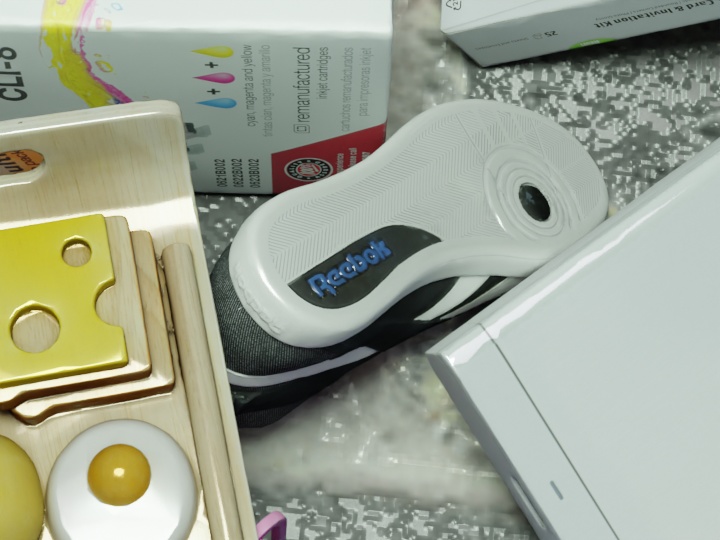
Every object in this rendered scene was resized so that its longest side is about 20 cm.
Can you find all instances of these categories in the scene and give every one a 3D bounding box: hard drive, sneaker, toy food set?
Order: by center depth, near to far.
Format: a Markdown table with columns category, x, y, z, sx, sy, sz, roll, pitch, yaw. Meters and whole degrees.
| category | x | y | z | sx | sy | sz | roll | pitch | yaw |
| --- | --- | --- | --- | --- | --- | --- | --- | --- | --- |
| toy food set | -0.109 | 0.047 | 0.644 | 0.143 | 0.060 | 0.201 | -10 | 68 | -6 |
| hard drive | 0.139 | 0.029 | 0.787 | 0.200 | 0.027 | 0.132 | -35 | 99 | -15 |
| sneaker | 0.000 | 0.000 | 0.796 | 0.199 | 0.112 | 0.073 | -19 | 75 | -46 |

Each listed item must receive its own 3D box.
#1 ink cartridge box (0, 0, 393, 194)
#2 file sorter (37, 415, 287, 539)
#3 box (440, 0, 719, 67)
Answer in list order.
| category | x | y | z | sx | sy | sz | roll | pitch | yaw |
| --- | --- | --- | --- | --- | --- | --- | --- | --- | --- |
| ink cartridge box | -0.088 | -0.121 | 0.797 | 0.199 | 0.145 | 0.146 | 2 | 69 | -1 |
| file sorter | -0.104 | 0.111 | 0.718 | 0.200 | 0.126 | 0.139 | 39 | 72 | 12 |
| box | 0.129 | -0.174 | 0.828 | 0.199 | 0.041 | 0.157 | -9 | 66 | 29 |
